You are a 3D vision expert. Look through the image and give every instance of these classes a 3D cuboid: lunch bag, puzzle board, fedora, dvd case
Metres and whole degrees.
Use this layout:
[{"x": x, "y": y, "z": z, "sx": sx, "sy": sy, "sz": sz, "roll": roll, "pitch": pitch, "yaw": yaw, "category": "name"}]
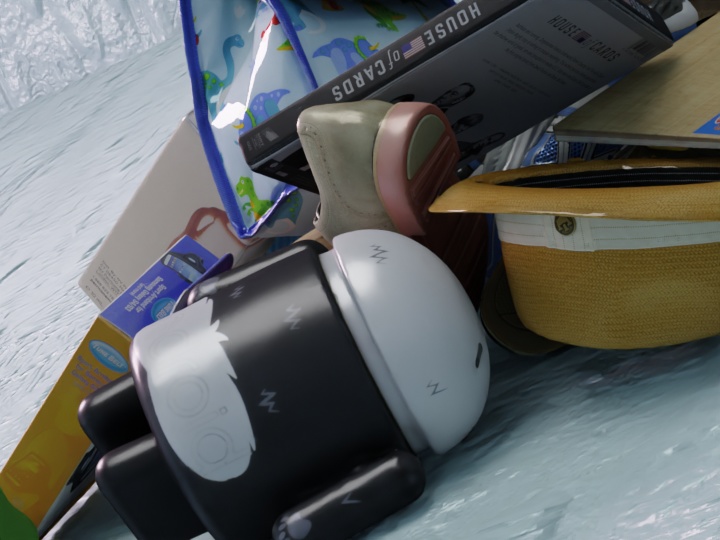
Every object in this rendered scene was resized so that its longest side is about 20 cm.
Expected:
[{"x": -0.014, "y": -0.130, "z": 1.508, "sx": 0.170, "sy": 0.200, "sz": 0.127, "roll": -1, "pitch": -28, "yaw": -45, "category": "lunch bag"}, {"x": 0.219, "y": -0.111, "z": 1.318, "sx": 0.200, "sy": 0.017, "sz": 0.151, "roll": -35, "pitch": 25, "yaw": -30, "category": "puzzle board"}, {"x": 0.132, "y": -0.009, "z": 1.211, "sx": 0.200, "sy": 0.082, "sz": 0.201, "roll": -4, "pitch": 8, "yaw": 1, "category": "fedora"}, {"x": 0.053, "y": -0.096, "z": 1.316, "sx": 0.200, "sy": 0.025, "sz": 0.150, "roll": -30, "pitch": -21, "yaw": 19, "category": "dvd case"}]

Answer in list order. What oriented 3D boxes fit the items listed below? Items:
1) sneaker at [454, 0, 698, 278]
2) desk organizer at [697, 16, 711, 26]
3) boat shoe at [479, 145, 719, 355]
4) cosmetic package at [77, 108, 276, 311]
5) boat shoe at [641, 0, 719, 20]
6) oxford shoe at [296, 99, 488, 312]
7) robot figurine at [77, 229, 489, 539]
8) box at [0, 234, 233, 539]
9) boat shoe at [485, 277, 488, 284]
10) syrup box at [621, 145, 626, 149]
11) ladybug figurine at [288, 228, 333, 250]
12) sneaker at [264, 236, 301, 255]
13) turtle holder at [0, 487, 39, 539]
[{"x": 0.126, "y": -0.074, "z": 1.421, "sx": 0.200, "sy": 0.077, "sz": 0.076, "roll": -48, "pitch": -7, "yaw": 17, "category": "sneaker"}, {"x": 0.216, "y": -0.149, "z": 1.622, "sx": 0.200, "sy": 0.072, "sz": 0.077, "roll": -26, "pitch": 25, "yaw": -25, "category": "desk organizer"}, {"x": 0.139, "y": -0.019, "z": 1.346, "sx": 0.200, "sy": 0.073, "sz": 0.065, "roll": -40, "pitch": -9, "yaw": -21, "category": "boat shoe"}, {"x": -0.094, "y": -0.035, "z": 1.629, "sx": 0.103, "sy": 0.087, "sz": 0.200, "roll": -37, "pitch": -10, "yaw": -40, "category": "cosmetic package"}, {"x": 0.162, "y": -0.163, "z": 1.506, "sx": 0.200, "sy": 0.073, "sz": 0.063, "roll": -18, "pitch": 3, "yaw": -20, "category": "boat shoe"}, {"x": 0.019, "y": -0.022, "z": 1.302, "sx": 0.074, "sy": 0.200, "sz": 0.071, "roll": 12, "pitch": 53, "yaw": 23, "category": "oxford shoe"}, {"x": -0.034, "y": 0.062, "z": 1.224, "sx": 0.200, "sy": 0.150, "sz": 0.125, "roll": -26, "pitch": -4, "yaw": 3, "category": "robot figurine"}, {"x": -0.141, "y": 0.065, "z": 1.384, "sx": 0.200, "sy": 0.041, "sz": 0.119, "roll": -58, "pitch": -5, "yaw": 29, "category": "box"}, {"x": 0.000, "y": 0.000, "z": 1.481, "sx": 0.200, "sy": 0.057, "sz": 0.069, "roll": -19, "pitch": 13, "yaw": -12, "category": "boat shoe"}, {"x": 0.209, "y": -0.093, "z": 1.454, "sx": 0.081, "sy": 0.079, "sz": 0.200, "roll": -32, "pitch": 14, "yaw": -27, "category": "syrup box"}, {"x": -0.043, "y": 0.045, "z": 1.362, "sx": 0.200, "sy": 0.072, "sz": 0.136, "roll": -39, "pitch": -11, "yaw": -27, "category": "ladybug figurine"}, {"x": 0.016, "y": -0.026, "z": 1.612, "sx": 0.200, "sy": 0.077, "sz": 0.081, "roll": -35, "pitch": -8, "yaw": -21, "category": "sneaker"}, {"x": -0.246, "y": 0.140, "z": 1.281, "sx": 0.132, "sy": 0.141, "sz": 0.186, "roll": -22, "pitch": 14, "yaw": 21, "category": "turtle holder"}]
